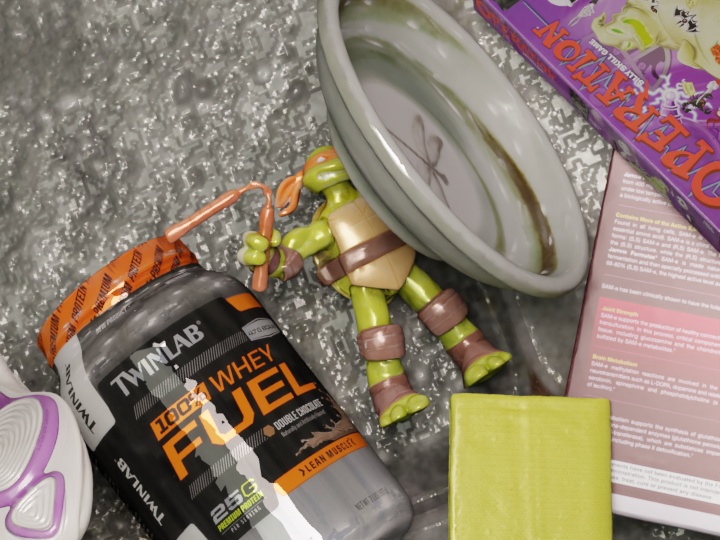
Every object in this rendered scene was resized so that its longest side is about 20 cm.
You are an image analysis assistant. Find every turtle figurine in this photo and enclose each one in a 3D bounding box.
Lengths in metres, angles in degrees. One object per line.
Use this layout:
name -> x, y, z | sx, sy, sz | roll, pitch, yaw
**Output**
turtle figurine -> 0.000, 0.000, 1.435 | 0.200, 0.064, 0.162 | -24, 85, -30

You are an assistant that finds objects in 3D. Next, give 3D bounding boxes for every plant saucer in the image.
plant saucer -> 0.035, -0.061, 1.376 | 0.050, 0.200, 0.200 | -36, 78, 23

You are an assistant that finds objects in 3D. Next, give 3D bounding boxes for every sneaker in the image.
sneaker -> -0.172, 0.104, 1.422 | 0.075, 0.200, 0.100 | -37, 122, -4

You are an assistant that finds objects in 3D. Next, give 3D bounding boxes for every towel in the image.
towel -> 0.085, 0.161, 1.355 | 0.086, 0.018, 0.201 | 3, 73, -9

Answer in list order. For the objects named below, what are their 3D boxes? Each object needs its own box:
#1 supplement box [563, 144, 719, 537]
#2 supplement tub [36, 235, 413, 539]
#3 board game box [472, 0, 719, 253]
supplement box -> 0.169, 0.032, 1.413 | 0.108, 0.061, 0.201 | 12, 88, 13
supplement tub -> -0.075, 0.088, 1.428 | 0.122, 0.122, 0.200 | -40, 79, 6
board game box -> 0.164, -0.113, 1.403 | 0.120, 0.032, 0.200 | -39, 64, -9
